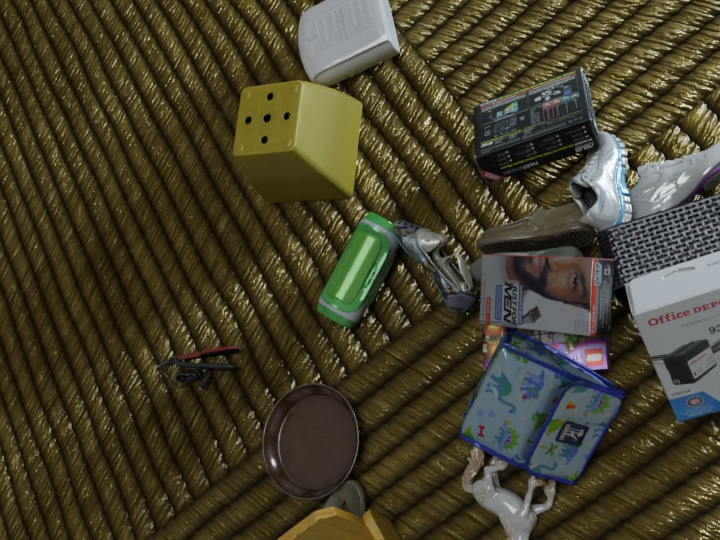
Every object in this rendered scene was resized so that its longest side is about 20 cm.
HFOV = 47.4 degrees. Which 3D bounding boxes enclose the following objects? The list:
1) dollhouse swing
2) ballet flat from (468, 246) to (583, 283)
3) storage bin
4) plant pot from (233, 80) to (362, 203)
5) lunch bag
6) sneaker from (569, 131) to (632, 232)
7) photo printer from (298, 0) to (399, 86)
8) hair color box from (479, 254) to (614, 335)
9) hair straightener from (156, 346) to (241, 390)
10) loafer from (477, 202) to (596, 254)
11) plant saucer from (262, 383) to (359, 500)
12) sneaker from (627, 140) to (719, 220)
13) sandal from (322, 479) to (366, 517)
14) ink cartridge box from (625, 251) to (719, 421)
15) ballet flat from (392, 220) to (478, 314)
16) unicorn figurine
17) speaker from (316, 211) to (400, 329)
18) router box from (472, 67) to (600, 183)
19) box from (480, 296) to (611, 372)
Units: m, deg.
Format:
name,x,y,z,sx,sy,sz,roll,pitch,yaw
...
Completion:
name,x,y,z,sx,sy,sz,roll,pitch,yaw
dollhouse swing,-0.038,0.494,1.300,0.200,0.176,0.182,-38,64,11
ballet flat,0.261,0.004,1.329,0.199,0.068,0.064,-10,37,31
storage bin,0.464,-0.027,1.206,0.199,0.135,0.094,-17,69,22
plant pot,-0.132,-0.255,1.555,0.199,0.176,0.202,-1,76,28
lunch bag,0.272,0.210,1.237,0.199,0.127,0.171,26,106,6
sneaker,0.369,-0.147,1.289,0.075,0.086,0.201,122,157,-51
photo printer,-0.031,-0.465,1.621,0.199,0.069,0.168,-20,68,22
hair color box,0.274,0.034,1.227,0.199,0.064,0.112,2,91,46
hair straightener,-0.321,0.196,1.608,0.199,0.041,0.078,-8,72,25
loafer,0.289,-0.061,1.347,0.199,0.076,0.068,-8,51,30
plant saucer,-0.084,0.303,1.458,0.199,0.034,0.202,-8,72,26
sneaker,0.487,-0.149,1.263,0.200,0.075,0.100,-40,63,13
sandal,-0.064,0.443,1.399,0.200,0.054,0.080,-47,61,9
ink cartridge box,0.472,0.093,1.134,0.144,0.201,0.084,-21,25,22
ballet flat,0.135,-0.021,1.399,0.072,0.072,0.201,-39,77,13
unicorn figurine,0.234,0.364,1.264,0.200,0.074,0.138,40,108,44
speaker,0.000,0.000,1.471,0.088,0.088,0.201,29,90,30
router box,0.288,-0.241,1.366,0.199,0.062,0.151,-16,42,23
box,0.294,0.099,1.316,0.199,0.039,0.138,-8,74,25
